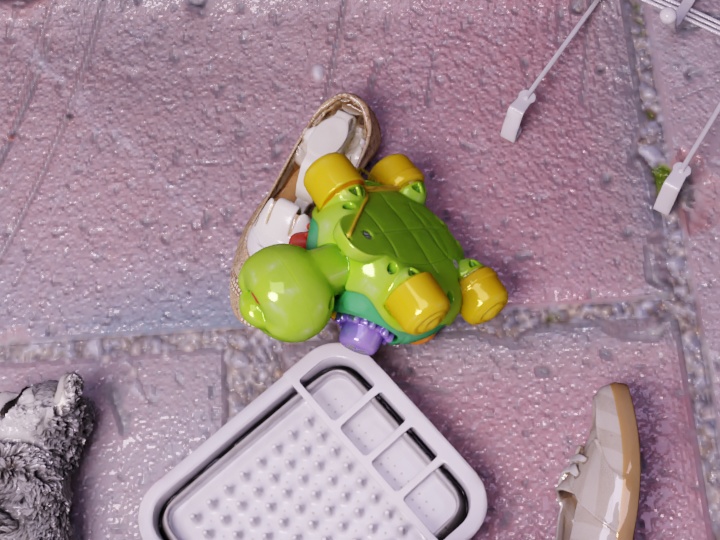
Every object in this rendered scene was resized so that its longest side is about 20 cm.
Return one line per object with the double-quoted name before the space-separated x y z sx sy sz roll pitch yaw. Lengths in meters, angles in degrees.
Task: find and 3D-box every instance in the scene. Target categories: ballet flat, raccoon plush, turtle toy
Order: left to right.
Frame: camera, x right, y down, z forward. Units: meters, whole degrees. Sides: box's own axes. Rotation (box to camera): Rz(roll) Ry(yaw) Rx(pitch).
"raccoon plush" -0.201 0.168 0.853 0.134 0.097 0.200 -39 90 -23
"ballet flat" -0.046 -0.053 0.931 0.070 0.065 0.200 20 70 12
"turtle toy" 0.000 0.000 0.862 0.101 0.200 0.146 -47 66 31

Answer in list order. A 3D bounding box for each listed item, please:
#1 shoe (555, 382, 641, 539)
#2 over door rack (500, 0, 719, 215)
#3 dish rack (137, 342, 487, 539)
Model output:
"shoe" 0.152 0.167 0.820 0.053 0.070 0.201 7 67 4
"over door rack" 0.222 -0.161 0.959 0.147 0.067 0.200 28 72 16
"dish rack" -0.032 0.167 0.849 0.200 0.044 0.172 -39 71 -12
